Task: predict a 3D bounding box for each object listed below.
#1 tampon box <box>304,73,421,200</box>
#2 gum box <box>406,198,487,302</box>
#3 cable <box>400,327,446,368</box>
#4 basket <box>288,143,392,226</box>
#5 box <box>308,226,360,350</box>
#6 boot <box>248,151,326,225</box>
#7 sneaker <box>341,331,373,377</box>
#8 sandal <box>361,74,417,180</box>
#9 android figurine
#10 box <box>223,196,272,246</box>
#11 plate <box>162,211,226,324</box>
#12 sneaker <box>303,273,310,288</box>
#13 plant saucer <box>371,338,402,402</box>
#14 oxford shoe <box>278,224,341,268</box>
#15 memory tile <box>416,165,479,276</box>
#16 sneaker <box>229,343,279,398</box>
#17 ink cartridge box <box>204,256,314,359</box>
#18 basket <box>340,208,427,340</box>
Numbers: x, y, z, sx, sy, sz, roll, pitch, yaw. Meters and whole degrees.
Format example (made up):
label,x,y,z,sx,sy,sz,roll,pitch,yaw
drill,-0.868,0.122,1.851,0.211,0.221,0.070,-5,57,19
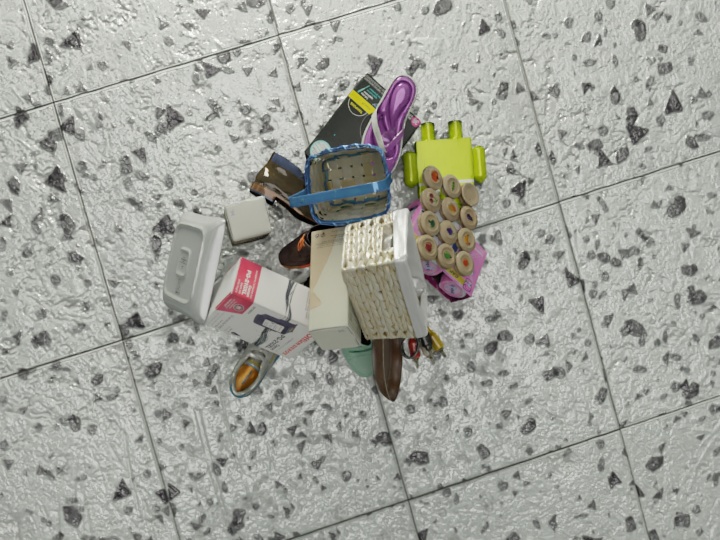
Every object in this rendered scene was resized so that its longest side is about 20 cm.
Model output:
label,x,y,z,sx,sy,sz,roll,pitch,yaw
tampon box,0.002,-0.259,1.343,0.149,0.126,0.201,39,89,-3
gum box,0.156,-0.045,1.335,0.199,0.066,0.115,40,58,-21
cable,0.111,0.106,1.404,0.095,0.050,0.205,-18,82,-7
basket,-0.020,-0.150,1.176,0.171,0.200,0.143,-6,100,16
box,-0.045,0.033,1.217,0.076,0.095,0.205,-7,59,13
boot,-0.122,-0.160,1.364,0.197,0.075,0.099,27,83,-15
sneaker,-0.003,0.151,1.334,0.072,0.119,0.205,-16,115,-5
sandal,0.052,-0.275,1.257,0.080,0.050,0.208,16,93,-3
android figurine,0.177,-0.211,1.398,0.177,0.041,0.206,-3,89,-3
box,-0.222,-0.093,1.295,0.080,0.200,0.070,-15,93,-10
plate,-0.338,-0.012,1.306,0.032,0.197,0.206,11,91,-39
sneaker,-0.079,0.018,1.372,0.076,0.070,0.206,6,92,-10
plant saucer,0.053,0.158,1.324,0.031,0.200,0.206,-2,91,13
oxford shoe,-0.102,-0.058,1.332,0.197,0.072,0.073,-23,67,32
memory tile,0.175,-0.098,1.312,0.151,0.017,0.205,21,65,-31
sneaker,-0.202,0.171,1.362,0.075,0.081,0.204,28,83,-2
ink cartridge box,-0.178,0.077,1.267,0.197,0.144,0.086,26,52,-24
basket,0.046,0.013,1.184,0.120,0.138,0.203,-7,133,12
